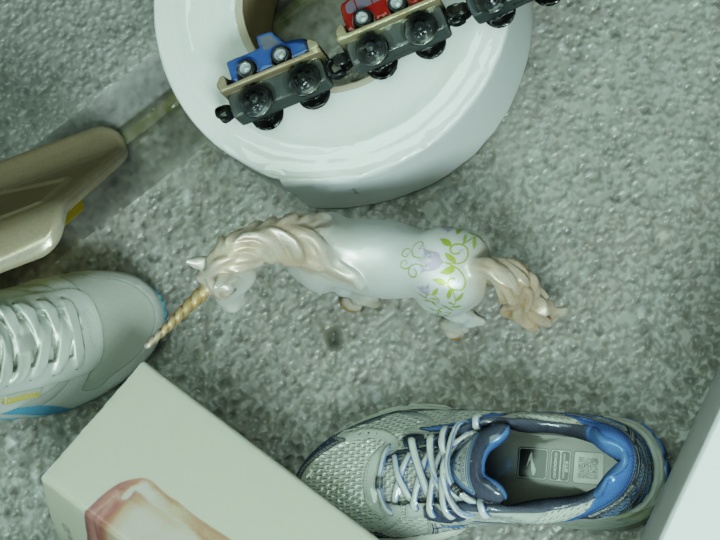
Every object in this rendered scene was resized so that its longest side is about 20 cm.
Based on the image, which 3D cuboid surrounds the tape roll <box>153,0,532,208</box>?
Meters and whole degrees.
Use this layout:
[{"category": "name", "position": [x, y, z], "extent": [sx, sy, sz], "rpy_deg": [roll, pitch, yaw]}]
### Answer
[{"category": "tape roll", "position": [-0.009, -0.139, 1.410], "extent": [0.201, 0.071, 0.204], "rpy_deg": [-2, 81, 12]}]

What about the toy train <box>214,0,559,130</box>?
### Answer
[{"category": "toy train", "position": [0.012, -0.127, 1.349], "extent": [0.199, 0.034, 0.046], "rpy_deg": [-23, 73, 8]}]

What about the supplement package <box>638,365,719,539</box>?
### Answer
[{"category": "supplement package", "position": [0.212, 0.119, 1.279], "extent": [0.121, 0.120, 0.201], "rpy_deg": [25, 87, 5]}]

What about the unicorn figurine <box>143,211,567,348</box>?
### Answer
[{"category": "unicorn figurine", "position": [0.000, 0.000, 1.350], "extent": [0.198, 0.137, 0.074], "rpy_deg": [-8, 80, 12]}]

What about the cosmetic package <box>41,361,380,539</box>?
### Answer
[{"category": "cosmetic package", "position": [-0.061, 0.152, 1.350], "extent": [0.200, 0.104, 0.087], "rpy_deg": [36, 70, 18]}]

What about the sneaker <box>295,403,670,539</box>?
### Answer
[{"category": "sneaker", "position": [0.057, 0.100, 1.348], "extent": [0.198, 0.085, 0.078], "rpy_deg": [-7, 79, 13]}]

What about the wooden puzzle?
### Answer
[{"category": "wooden puzzle", "position": [-0.221, -0.012, 1.389], "extent": [0.184, 0.200, 0.037], "rpy_deg": [-20, 104, 10]}]

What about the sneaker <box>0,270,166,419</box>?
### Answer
[{"category": "sneaker", "position": [-0.194, 0.046, 1.389], "extent": [0.199, 0.081, 0.077], "rpy_deg": [-15, 89, -22]}]
